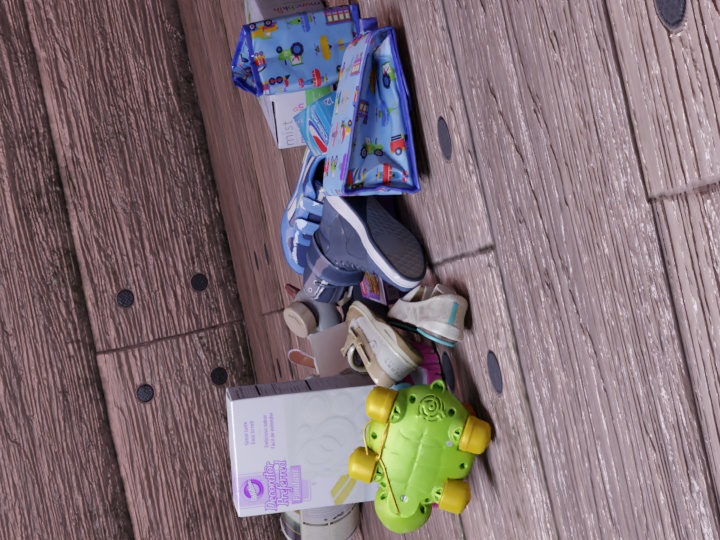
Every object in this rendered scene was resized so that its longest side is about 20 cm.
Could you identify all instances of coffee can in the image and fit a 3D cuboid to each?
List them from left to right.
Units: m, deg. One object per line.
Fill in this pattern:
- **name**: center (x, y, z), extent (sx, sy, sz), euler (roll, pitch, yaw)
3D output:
- **coffee can**: center (-0.073, 0.376, 2.460), extent (0.201, 0.144, 0.147), euler (89, 164, -46)

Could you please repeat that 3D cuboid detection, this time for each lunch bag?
- **lunch bag**: center (-0.086, -0.276, 1.835), extent (0.200, 0.149, 0.095), euler (-171, 69, -78)
- **lunch bag**: center (0.007, -0.189, 1.628), extent (0.151, 0.093, 0.203), euler (-163, 71, -79)

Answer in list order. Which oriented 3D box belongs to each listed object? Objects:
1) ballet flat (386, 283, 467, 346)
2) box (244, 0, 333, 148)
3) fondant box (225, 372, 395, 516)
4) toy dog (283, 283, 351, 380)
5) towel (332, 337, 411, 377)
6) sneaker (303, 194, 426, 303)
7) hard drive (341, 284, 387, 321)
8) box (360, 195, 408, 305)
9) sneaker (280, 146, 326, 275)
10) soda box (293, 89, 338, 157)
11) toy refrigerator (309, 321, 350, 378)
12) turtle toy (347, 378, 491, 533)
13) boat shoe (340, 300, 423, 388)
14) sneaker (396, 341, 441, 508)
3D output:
- **ballet flat**: center (0.082, 0.047, 1.611), extent (0.200, 0.067, 0.063), euler (-168, 96, -74)
- **box**: center (-0.105, -0.310, 2.027), extent (0.177, 0.095, 0.202), euler (-115, 17, -50)
- **fondant box**: center (-0.056, 0.205, 1.677), extent (0.058, 0.197, 0.146), euler (-131, 37, -74)
- **toy dog**: center (-0.062, 0.089, 1.994), extent (0.096, 0.131, 0.202), euler (28, 125, 44)
- **towel**: center (0.013, 0.184, 1.785), extent (0.024, 0.199, 0.149), euler (6, 111, 40)
- **sneaker**: center (0.001, 0.000, 1.724), extent (0.203, 0.076, 0.147), euler (52, 130, 44)
- **hard drive**: center (-0.002, 0.026, 2.008), extent (0.135, 0.042, 0.203), euler (141, 116, -78)
- **box**: center (0.016, -0.061, 1.836), extent (0.137, 0.039, 0.203), euler (-163, 62, -76)
- **sneaker**: center (-0.062, -0.090, 1.973), extent (0.082, 0.073, 0.203), euler (-145, 66, -70)
- **soda box**: center (-0.032, -0.196, 1.829), extent (0.065, 0.067, 0.200), euler (63, 170, -5)
- **toy refrigerator**: center (0.002, 0.142, 1.895), extent (0.200, 0.069, 0.077), euler (52, -161, -61)
- **turtle toy**: center (0.064, 0.211, 1.596), extent (0.101, 0.144, 0.202), euler (-55, -17, -71)
- **boat shoe**: center (0.011, 0.089, 1.675), extent (0.074, 0.066, 0.200), euler (45, 177, -16)
- **sneaker**: center (0.077, 0.194, 1.723), extent (0.088, 0.080, 0.202), euler (102, 162, -67)
